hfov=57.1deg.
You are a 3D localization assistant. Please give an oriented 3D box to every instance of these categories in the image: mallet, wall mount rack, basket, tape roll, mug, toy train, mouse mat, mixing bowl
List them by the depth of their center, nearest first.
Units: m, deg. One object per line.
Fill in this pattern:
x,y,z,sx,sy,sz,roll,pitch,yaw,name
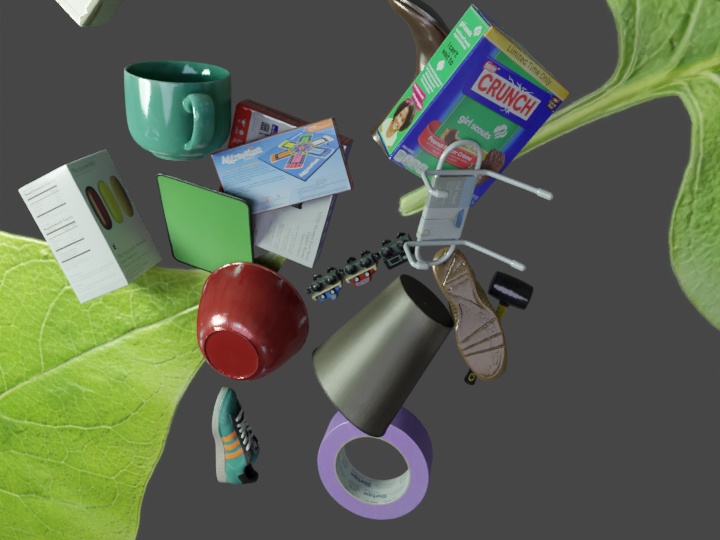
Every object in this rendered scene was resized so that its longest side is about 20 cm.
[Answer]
0.151,-0.068,0.884,0.168,0.075,0.204,-3,131,-17,wall mount rack
-0.260,-0.220,0.938,0.147,0.186,0.118,6,117,0,mug
0.042,0.120,1.025,0.201,0.135,0.182,-49,58,19,basket
0.214,0.100,1.033,0.064,0.041,0.205,16,118,11,mallet
-0.240,-0.060,1.045,0.157,0.008,0.203,18,142,9,mouse mat
0.000,0.000,1.046,0.196,0.034,0.046,-26,116,20,toy train
-0.190,0.102,1.071,0.194,0.109,0.205,8,124,12,mixing bowl
0.026,0.328,1.150,0.194,0.066,0.206,4,111,11,tape roll

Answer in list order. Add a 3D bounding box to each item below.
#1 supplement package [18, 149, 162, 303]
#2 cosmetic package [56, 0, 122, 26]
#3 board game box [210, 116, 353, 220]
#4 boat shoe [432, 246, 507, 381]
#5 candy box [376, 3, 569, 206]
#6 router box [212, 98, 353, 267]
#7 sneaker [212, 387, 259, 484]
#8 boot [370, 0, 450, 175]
-0.434,-0.072,1.077,0.107,0.114,0.204,-18,107,21,supplement package
-0.360,-0.457,0.931,0.105,0.071,0.200,44,114,-6,cosmetic package
-0.115,-0.146,0.968,0.194,0.020,0.106,-12,109,17,board game box
0.167,0.061,0.989,0.071,0.072,0.204,-26,85,16,boat shoe
0.145,-0.206,0.864,0.166,0.078,0.201,21,120,-35,candy box
-0.122,-0.132,1.013,0.175,0.049,0.205,20,114,5,router box
-0.220,0.301,1.200,0.077,0.072,0.205,5,117,6,sneaker
0.060,-0.254,0.917,0.185,0.065,0.201,38,119,-5,boot
